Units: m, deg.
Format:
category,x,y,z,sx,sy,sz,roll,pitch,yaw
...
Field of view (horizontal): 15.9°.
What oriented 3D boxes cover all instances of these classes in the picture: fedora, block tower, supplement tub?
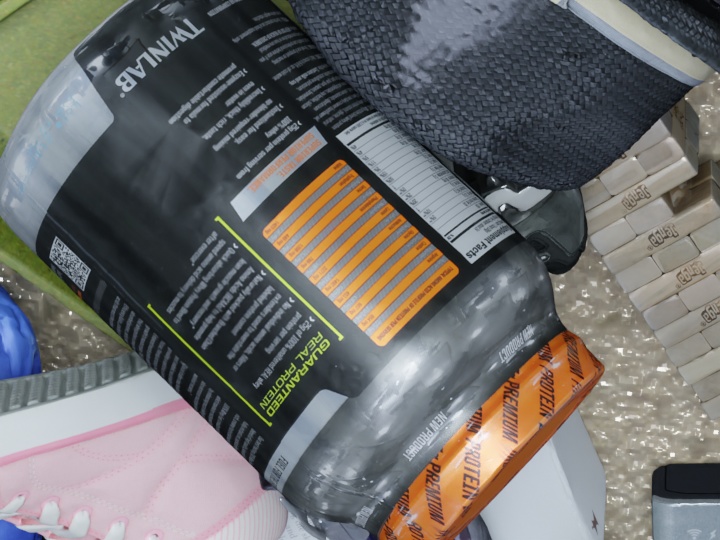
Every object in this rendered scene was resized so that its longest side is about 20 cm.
category,x,y,z,sx,sy,sz,roll,pitch,yaw
fedora,0.043,-0.091,0.884,0.200,0.201,0.092,34,103,-12
block tower,0.119,-0.030,1.032,0.058,0.054,0.200,-29,111,22
supplement tub,-0.020,0.000,0.887,0.200,0.122,0.123,44,118,9

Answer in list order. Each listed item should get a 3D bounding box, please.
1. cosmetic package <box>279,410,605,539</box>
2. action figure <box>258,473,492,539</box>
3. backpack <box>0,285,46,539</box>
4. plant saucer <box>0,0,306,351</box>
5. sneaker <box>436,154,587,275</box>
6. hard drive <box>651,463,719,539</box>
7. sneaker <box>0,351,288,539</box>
category,x,y,z,sx,sy,sz,roll,pitch,yaw
cosmetic package,-0.004,0.095,1.107,0.199,0.071,0.102,-16,117,16
action figure,0.034,0.127,1.042,0.130,0.069,0.200,-26,118,10
backpack,-0.200,0.084,1.066,0.162,0.168,0.201,-12,119,-32
plant saucer,-0.071,-0.064,1.007,0.200,0.048,0.200,-30,132,27
sneaker,0.000,0.000,0.997,0.199,0.067,0.091,-19,136,16
hard drive,0.203,0.178,1.150,0.139,0.033,0.201,-1,119,8
sneaker,-0.102,0.089,0.989,0.075,0.200,0.105,3,101,46
